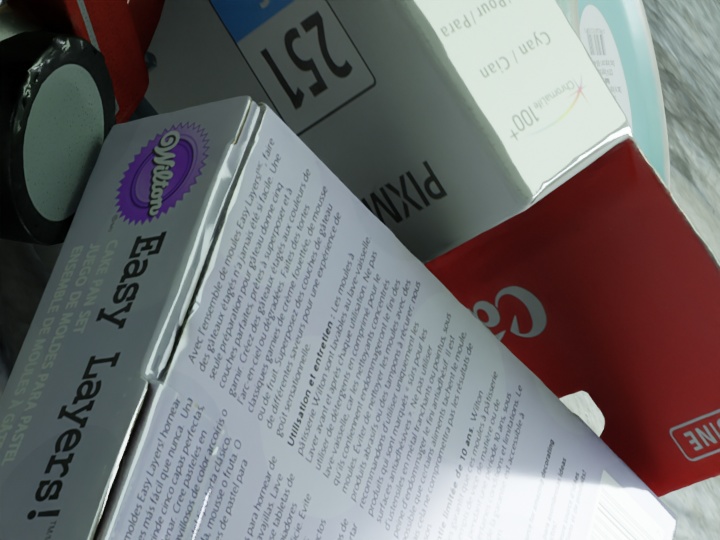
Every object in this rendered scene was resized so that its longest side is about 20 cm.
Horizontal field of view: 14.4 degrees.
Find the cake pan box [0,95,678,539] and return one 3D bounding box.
[{"bbox_3d":[-0.013,0.088,0.621,0.184,0.052,0.200,44,53,-41],"label":"cake pan box"}]

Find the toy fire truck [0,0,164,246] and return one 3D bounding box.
[{"bbox_3d":[-0.101,-0.130,0.642,0.176,0.129,0.200,75,33,-43],"label":"toy fire truck"}]

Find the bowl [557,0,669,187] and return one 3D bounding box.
[{"bbox_3d":[0.035,-0.052,0.921,0.201,0.105,0.201,-10,90,-71],"label":"bowl"}]

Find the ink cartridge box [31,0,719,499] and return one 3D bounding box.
[{"bbox_3d":[0.000,0.000,0.716,0.045,0.200,0.176,-35,93,-34],"label":"ink cartridge box"}]
